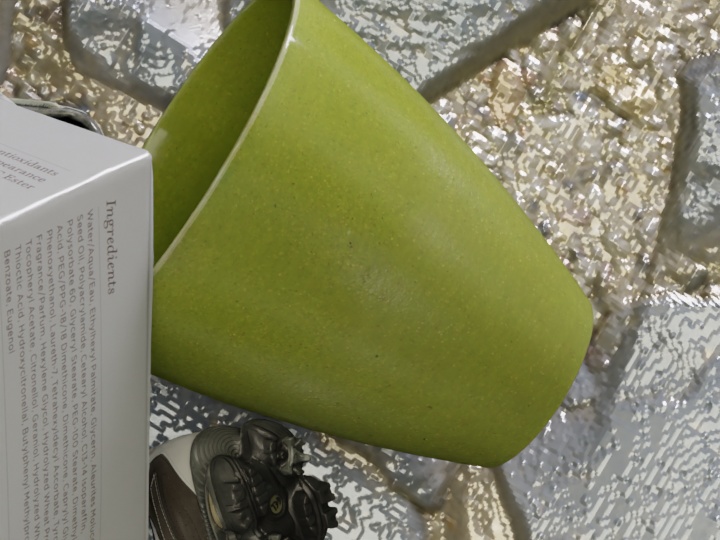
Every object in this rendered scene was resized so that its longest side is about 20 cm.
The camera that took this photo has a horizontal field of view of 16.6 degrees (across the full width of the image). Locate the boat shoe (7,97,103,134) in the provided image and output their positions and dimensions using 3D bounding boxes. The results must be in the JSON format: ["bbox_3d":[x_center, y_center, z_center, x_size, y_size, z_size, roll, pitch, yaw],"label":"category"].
[{"bbox_3d":[-0.217,-0.052,1.148,0.199,0.064,0.071,-9,85,-6],"label":"boat shoe"}]

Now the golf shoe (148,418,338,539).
[{"bbox_3d":[-0.046,0.161,1.148,0.078,0.094,0.201,-33,113,-48],"label":"golf shoe"}]

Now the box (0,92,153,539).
[{"bbox_3d":[-0.199,0.032,1.030,0.198,0.131,0.201,20,121,31],"label":"box"}]

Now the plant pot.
[{"bbox_3d":[0.000,0.000,1.122,0.199,0.187,0.188,32,82,-16],"label":"plant pot"}]
